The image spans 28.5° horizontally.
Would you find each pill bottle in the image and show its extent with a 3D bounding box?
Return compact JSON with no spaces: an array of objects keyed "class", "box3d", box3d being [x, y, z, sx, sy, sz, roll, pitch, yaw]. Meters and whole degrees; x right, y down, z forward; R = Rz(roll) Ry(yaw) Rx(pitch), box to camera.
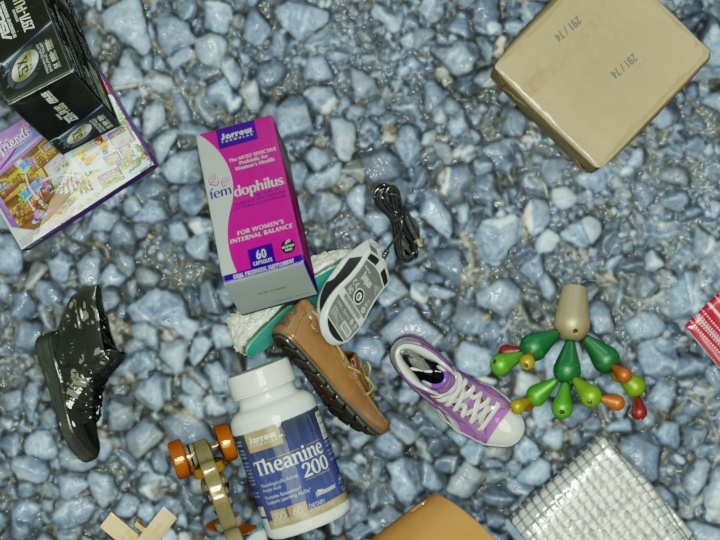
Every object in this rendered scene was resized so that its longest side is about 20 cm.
[{"class":"pill bottle","box3d":[-0.093,0.214,1.727,0.109,0.111,0.203,-19,90,2]}]

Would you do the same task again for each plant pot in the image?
[{"class":"plant pot","box3d":[0.092,0.365,1.694,0.200,0.200,0.140,44,76,1]}]

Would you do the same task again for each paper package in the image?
[{"class":"paper package","box3d":[0.287,-0.250,1.716,0.191,0.103,0.200,44,92,2]}]

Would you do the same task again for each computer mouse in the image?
[{"class":"computer mouse","box3d":[0.000,0.000,1.705,0.043,0.110,0.201,15,57,40]}]

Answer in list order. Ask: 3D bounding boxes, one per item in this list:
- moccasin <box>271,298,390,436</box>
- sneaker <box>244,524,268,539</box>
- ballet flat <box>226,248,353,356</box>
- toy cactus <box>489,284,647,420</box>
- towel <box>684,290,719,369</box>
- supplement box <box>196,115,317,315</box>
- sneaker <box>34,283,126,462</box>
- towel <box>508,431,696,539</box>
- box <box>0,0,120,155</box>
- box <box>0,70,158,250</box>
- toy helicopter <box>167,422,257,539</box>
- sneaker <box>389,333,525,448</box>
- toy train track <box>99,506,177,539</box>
[{"class":"moccasin","box3d":[-0.026,0.121,1.731,0.078,0.073,0.202,-47,107,-24]},{"class":"sneaker","box3d":[-0.115,0.412,1.751,0.079,0.077,0.203,-1,100,2]},{"class":"ballet flat","box3d":[-0.086,0.024,1.751,0.199,0.072,0.072,-37,90,0]},{"class":"toy cactus","box3d":[0.258,0.104,1.739,0.197,0.102,0.168,7,72,3]},{"class":"towel","box3d":[0.520,0.056,1.754,0.200,0.022,0.145,-41,89,2]},{"class":"supplement box","box3d":[-0.124,-0.067,1.696,0.100,0.104,0.203,-15,65,2]},{"class":"sneaker","box3d":[-0.335,0.127,1.758,0.103,0.060,0.202,-22,87,6]},{"class":"towel","box3d":[0.302,0.325,1.734,0.165,0.086,0.200,-41,88,0]},{"class":"box","box3d":[-0.379,-0.265,1.676,0.085,0.164,0.202,-25,72,3]},{"class":"box","box3d":[-0.370,-0.136,1.765,0.198,0.039,0.138,-32,89,2]},{"class":"toy helicopter","box3d":[-0.165,0.289,1.698,0.078,0.201,0.134,-18,125,-10]},{"class":"sneaker","box3d":[0.116,0.154,1.721,0.199,0.114,0.073,34,90,0]},{"class":"toy train track","box3d":[-0.242,0.373,1.776,0.200,0.033,0.115,41,84,-5]}]
